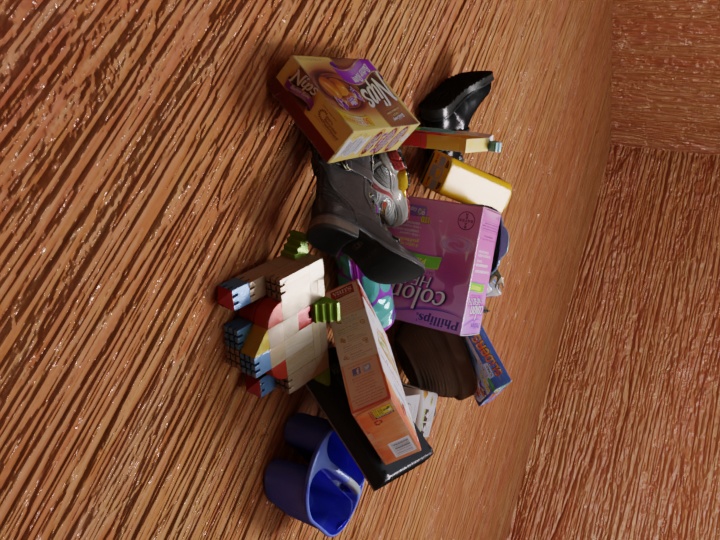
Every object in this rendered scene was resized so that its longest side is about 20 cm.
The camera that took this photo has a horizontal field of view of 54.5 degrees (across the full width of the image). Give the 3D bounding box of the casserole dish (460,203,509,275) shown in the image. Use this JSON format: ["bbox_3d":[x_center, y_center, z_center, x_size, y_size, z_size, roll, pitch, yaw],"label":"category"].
[{"bbox_3d":[0.165,-0.052,1.203,0.039,0.196,0.124,3,91,-60],"label":"casserole dish"}]

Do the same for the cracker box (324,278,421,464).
[{"bbox_3d":[0.014,0.130,0.921,0.135,0.057,0.202,62,7,-45],"label":"cracker box"}]

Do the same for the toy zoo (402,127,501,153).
[{"bbox_3d":[0.115,-0.197,1.045,0.131,0.196,0.021,-24,122,-59],"label":"toy zoo"}]

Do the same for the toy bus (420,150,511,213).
[{"bbox_3d":[0.196,-0.148,1.224,0.197,0.078,0.066,15,104,-38],"label":"toy bus"}]

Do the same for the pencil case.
[{"bbox_3d":[0.000,0.000,1.012,0.093,0.083,0.203,-74,159,-49],"label":"pencil case"}]

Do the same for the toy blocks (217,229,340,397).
[{"bbox_3d":[-0.103,0.073,0.835,0.136,0.099,0.204,-29,125,-44],"label":"toy blocks"}]

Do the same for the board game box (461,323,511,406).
[{"bbox_3d":[0.189,0.128,1.232,0.034,0.203,0.136,-22,160,-11],"label":"board game box"}]

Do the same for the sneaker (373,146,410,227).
[{"bbox_3d":[0.028,-0.125,1.050,0.201,0.080,0.079,76,-2,-65],"label":"sneaker"}]

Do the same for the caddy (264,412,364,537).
[{"bbox_3d":[-0.049,0.291,0.995,0.143,0.103,0.201,-65,152,-25],"label":"caddy"}]

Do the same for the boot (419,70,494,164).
[{"bbox_3d":[0.180,-0.263,1.285,0.210,0.078,0.160,-40,131,-33],"label":"boot"}]

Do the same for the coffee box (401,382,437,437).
[{"bbox_3d":[0.042,0.221,1.153,0.199,0.112,0.082,29,75,-64],"label":"coffee box"}]

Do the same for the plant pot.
[{"bbox_3d":[0.122,0.153,1.274,0.091,0.202,0.203,-23,133,-10],"label":"plant pot"}]

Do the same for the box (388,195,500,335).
[{"bbox_3d":[0.120,-0.012,1.151,0.096,0.173,0.205,4,97,-61],"label":"box"}]

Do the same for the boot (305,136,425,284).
[{"bbox_3d":[0.008,-0.090,0.894,0.198,0.069,0.177,28,49,-35],"label":"boot"}]

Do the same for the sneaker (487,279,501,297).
[{"bbox_3d":[0.206,0.059,1.399,0.080,0.144,0.205,-11,110,-62],"label":"sneaker"}]

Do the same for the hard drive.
[{"bbox_3d":[0.008,0.197,0.982,0.033,0.201,0.138,-47,158,27],"label":"hard drive"}]

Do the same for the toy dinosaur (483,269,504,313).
[{"bbox_3d":[0.206,0.008,1.238,0.057,0.101,0.204,9,109,-23],"label":"toy dinosaur"}]

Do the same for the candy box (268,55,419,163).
[{"bbox_3d":[-0.013,-0.202,0.866,0.056,0.117,0.199,-43,172,31],"label":"candy box"}]

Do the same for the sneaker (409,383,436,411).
[{"bbox_3d":[0.092,0.260,1.345,0.199,0.074,0.081,-11,96,-70],"label":"sneaker"}]
